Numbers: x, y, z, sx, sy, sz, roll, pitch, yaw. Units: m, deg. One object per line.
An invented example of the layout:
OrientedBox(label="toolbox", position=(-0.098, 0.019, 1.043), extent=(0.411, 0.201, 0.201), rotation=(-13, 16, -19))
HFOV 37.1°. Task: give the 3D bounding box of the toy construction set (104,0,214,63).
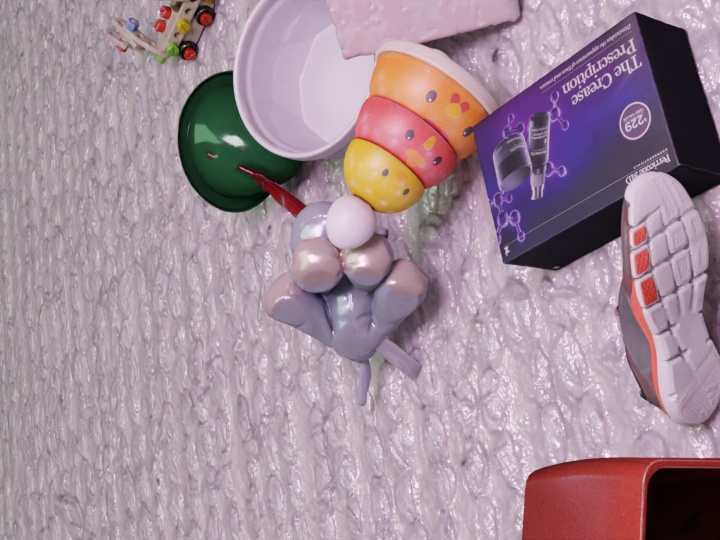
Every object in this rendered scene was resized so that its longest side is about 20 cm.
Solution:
OrientedBox(label="toy construction set", position=(-0.286, -0.372, 1.548), extent=(0.200, 0.130, 0.093), rotation=(-42, 54, 41))

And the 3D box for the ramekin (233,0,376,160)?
OrientedBox(label="ramekin", position=(-0.035, -0.219, 1.190), extent=(0.197, 0.104, 0.204), rotation=(-2, 86, 33))

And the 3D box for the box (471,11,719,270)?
OrientedBox(label="box", position=(0.200, -0.104, 0.928), extent=(0.199, 0.078, 0.143), rotation=(-33, 63, 45))

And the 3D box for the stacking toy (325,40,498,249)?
OrientedBox(label="stacking toy", position=(0.034, -0.105, 1.040), extent=(0.145, 0.146, 0.202), rotation=(22, 77, 51))

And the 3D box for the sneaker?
OrientedBox(label="sneaker", position=(0.226, 0.023, 0.848), extent=(0.082, 0.076, 0.204), rotation=(11, 114, 64))

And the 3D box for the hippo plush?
OrientedBox(label="hippo plush", position=(0.000, 0.000, 1.144), extent=(0.158, 0.200, 0.162), rotation=(-31, 33, 25))

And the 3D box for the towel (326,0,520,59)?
OrientedBox(label="towel", position=(0.046, -0.319, 1.032), extent=(0.032, 0.188, 0.203), rotation=(-84, -20, -61))

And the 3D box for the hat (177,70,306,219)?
OrientedBox(label="hat", position=(-0.093, -0.139, 1.267), extent=(0.174, 0.200, 0.167), rotation=(11, 67, 45))

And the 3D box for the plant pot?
OrientedBox(label="plant pot", position=(0.218, 0.226, 0.780), extent=(0.176, 0.197, 0.204), rotation=(1, 86, 63))
